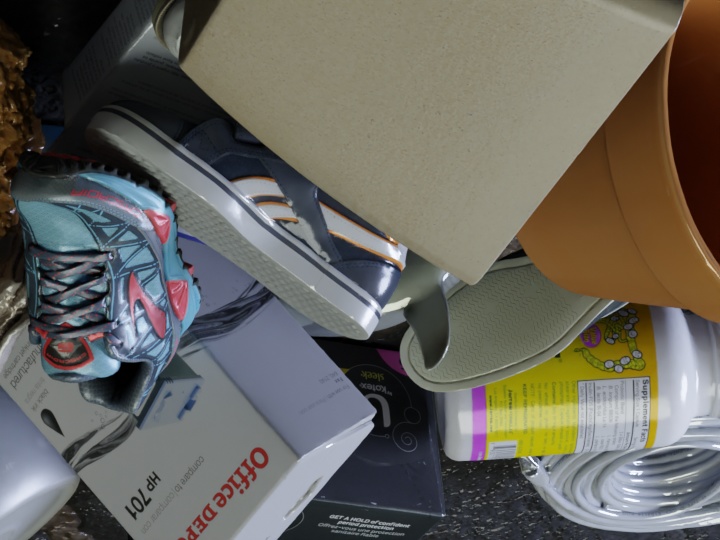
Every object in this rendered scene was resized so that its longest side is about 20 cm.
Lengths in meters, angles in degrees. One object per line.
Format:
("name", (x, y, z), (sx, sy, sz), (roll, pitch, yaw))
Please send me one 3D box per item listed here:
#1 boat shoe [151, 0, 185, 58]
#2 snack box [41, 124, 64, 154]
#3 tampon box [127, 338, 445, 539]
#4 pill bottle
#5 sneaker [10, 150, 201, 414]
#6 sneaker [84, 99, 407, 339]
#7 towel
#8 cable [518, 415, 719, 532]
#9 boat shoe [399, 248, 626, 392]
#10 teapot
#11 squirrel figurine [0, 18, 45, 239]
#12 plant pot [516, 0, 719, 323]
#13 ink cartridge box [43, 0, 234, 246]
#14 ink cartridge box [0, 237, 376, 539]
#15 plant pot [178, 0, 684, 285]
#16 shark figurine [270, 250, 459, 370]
("boat shoe", (-0.013, -0.100, 1.419), (0.200, 0.068, 0.075), (14, 130, -33))
("snack box", (-0.235, -0.022, 1.635), (0.116, 0.037, 0.200), (3, 149, -15))
("tampon box", (-0.056, 0.145, 1.866), (0.150, 0.126, 0.200), (9, 146, -25))
("pill bottle", (0.149, 0.066, 1.787), (0.200, 0.104, 0.104), (-4, 150, -3))
("sneaker", (-0.137, 0.012, 1.450), (0.079, 0.096, 0.200), (10, 154, 20))
("sneaker", (-0.055, -0.047, 1.461), (0.200, 0.079, 0.078), (37, 164, -30))
("towel", (-0.227, 0.056, 1.551), (0.034, 0.133, 0.200), (32, 114, -11))
("cable", (0.216, 0.121, 1.930), (0.200, 0.069, 0.200), (-11, 150, 9))
("boat shoe", (0.116, 0.017, 1.685), (0.200, 0.072, 0.068), (-32, 168, -4))
("teapot", (-0.291, 0.131, 1.796), (0.200, 0.146, 0.197), (-43, 171, 21))
("squirrel figurine", (-0.248, -0.040, 1.455), (0.200, 0.141, 0.187), (-21, 113, -24))
("plant pot", (0.170, -0.063, 1.501), (0.140, 0.200, 0.200), (-10, 154, 43))
("ink cartridge box", (-0.054, -0.098, 1.489), (0.196, 0.043, 0.200), (19, 128, -37))
("ink cartridge box", (-0.110, 0.067, 1.620), (0.086, 0.200, 0.146), (-25, 159, -51))
("plant pot", (0.023, -0.151, 1.300), (0.177, 0.200, 0.200), (21, 133, -17))
("shark figurine", (-0.017, 0.015, 1.658), (0.214, 0.128, 0.090), (-6, 162, 3))
